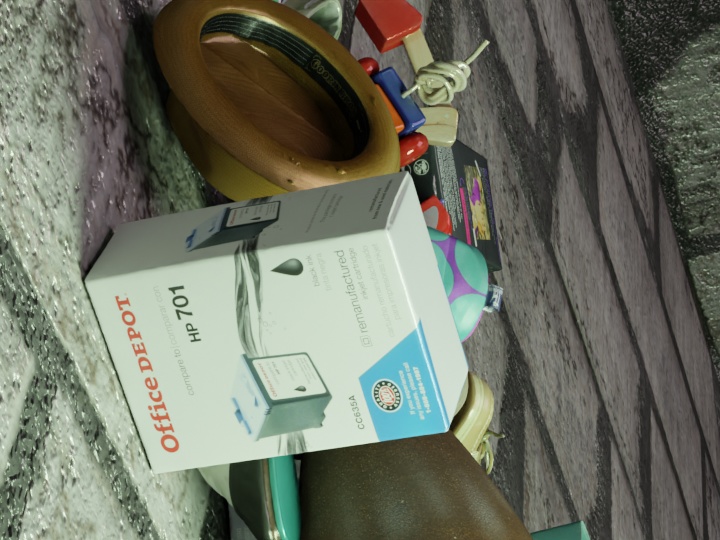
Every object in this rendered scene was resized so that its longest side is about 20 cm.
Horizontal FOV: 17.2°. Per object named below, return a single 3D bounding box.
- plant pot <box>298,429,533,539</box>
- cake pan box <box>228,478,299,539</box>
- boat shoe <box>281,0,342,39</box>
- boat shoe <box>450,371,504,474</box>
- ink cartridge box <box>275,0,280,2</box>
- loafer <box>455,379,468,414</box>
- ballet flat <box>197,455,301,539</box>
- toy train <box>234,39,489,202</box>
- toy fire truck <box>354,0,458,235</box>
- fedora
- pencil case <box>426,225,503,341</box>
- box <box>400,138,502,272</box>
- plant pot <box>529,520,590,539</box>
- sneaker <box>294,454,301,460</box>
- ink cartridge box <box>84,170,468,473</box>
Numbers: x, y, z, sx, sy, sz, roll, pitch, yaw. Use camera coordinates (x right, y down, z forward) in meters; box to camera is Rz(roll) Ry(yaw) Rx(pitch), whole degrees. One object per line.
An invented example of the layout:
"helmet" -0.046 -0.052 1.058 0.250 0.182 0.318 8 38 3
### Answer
"plant pot" 0.033 0.189 1.582 0.187 0.187 0.200 55 14 -57
"cake pan box" -0.035 0.246 1.677 0.184 0.052 0.201 40 42 -70
"boat shoe" -0.059 -0.169 1.854 0.200 0.062 0.072 -76 151 -56
"boat shoe" 0.069 0.148 1.911 0.200 0.063 0.073 123 -25 -50
"ink cartridge box" -0.110 -0.264 1.762 0.161 0.050 0.200 -83 159 -51
"loafer" 0.012 0.034 1.849 0.200 0.076 0.068 54 -7 6
"ballet flat" -0.073 0.108 1.593 0.068 0.068 0.200 62 22 -47
"toy train" -0.004 -0.108 1.745 0.116 0.200 0.085 -28 83 -51
"toy fire truck" 0.026 -0.109 1.881 0.200 0.141 0.049 54 -10 3
"fedora" -0.069 -0.104 1.644 0.200 0.082 0.201 25 39 -22
"pencil case" 0.000 0.000 1.733 0.200 0.085 0.093 17 63 -31
"box" 0.036 -0.050 2.009 0.200 0.122 0.106 24 56 -73
"plant pot" 0.090 0.302 1.811 0.141 0.199 0.142 -83 157 -48
"sneaker" -0.018 0.122 1.766 0.111 0.077 0.200 -89 158 -56
"ink cartridge box" -0.050 0.034 1.475 0.086 0.199 0.147 -69 145 -61
